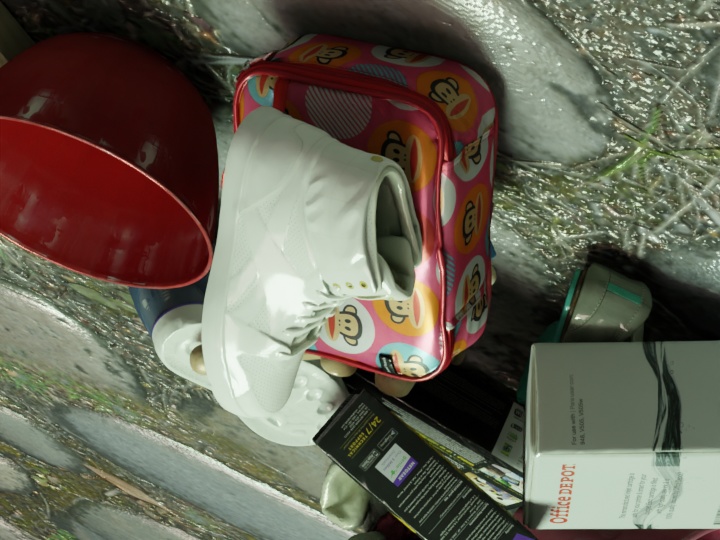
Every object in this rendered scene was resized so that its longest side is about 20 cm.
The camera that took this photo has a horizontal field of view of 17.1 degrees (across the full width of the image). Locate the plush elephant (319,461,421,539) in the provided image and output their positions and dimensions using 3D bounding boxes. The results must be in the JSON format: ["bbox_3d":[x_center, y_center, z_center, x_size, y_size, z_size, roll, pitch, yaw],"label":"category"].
[{"bbox_3d":[0.045,0.228,1.992,0.200,0.155,0.165,-8,150,39],"label":"plush elephant"}]

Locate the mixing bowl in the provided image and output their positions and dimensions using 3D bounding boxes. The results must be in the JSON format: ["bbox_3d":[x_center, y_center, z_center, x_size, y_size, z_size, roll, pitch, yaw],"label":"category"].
[{"bbox_3d":[-0.170,-0.085,1.572,0.200,0.108,0.200,19,155,9],"label":"mixing bowl"}]

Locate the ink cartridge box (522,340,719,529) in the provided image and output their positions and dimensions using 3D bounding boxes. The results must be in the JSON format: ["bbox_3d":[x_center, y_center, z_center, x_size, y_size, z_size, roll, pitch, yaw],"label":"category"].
[{"bbox_3d":[0.206,0.110,1.572,0.200,0.083,0.147,-1,154,0],"label":"ink cartridge box"}]

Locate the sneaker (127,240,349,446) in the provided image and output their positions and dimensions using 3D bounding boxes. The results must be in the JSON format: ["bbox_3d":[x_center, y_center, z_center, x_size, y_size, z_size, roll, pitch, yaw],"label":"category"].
[{"bbox_3d":[-0.093,0.034,1.769,0.081,0.147,0.200,-40,134,18],"label":"sneaker"}]

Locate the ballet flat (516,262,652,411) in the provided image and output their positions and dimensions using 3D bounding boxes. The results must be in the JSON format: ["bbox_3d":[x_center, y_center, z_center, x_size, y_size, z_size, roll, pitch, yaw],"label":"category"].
[{"bbox_3d":[0.153,0.057,1.618,0.064,0.067,0.200,18,156,0],"label":"ballet flat"}]

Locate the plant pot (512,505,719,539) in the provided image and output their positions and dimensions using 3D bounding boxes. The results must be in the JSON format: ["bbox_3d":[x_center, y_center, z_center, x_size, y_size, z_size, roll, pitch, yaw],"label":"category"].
[{"bbox_3d":[0.203,0.253,1.849,0.179,0.200,0.200,23,162,47],"label":"plant pot"}]

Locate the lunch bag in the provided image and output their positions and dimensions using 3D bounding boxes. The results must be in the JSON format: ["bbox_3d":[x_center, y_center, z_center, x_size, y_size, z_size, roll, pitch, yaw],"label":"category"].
[{"bbox_3d":[-0.008,-0.042,1.457,0.176,0.082,0.200,15,121,27],"label":"lunch bag"}]

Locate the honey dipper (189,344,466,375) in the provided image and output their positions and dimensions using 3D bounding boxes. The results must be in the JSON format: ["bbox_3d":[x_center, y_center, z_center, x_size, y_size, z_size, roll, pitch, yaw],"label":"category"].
[{"bbox_3d":[-0.023,0.058,1.692,0.200,0.038,0.038,-5,164,-19],"label":"honey dipper"}]

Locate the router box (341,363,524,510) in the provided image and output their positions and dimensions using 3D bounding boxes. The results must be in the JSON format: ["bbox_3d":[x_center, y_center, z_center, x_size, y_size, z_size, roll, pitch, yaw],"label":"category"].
[{"bbox_3d":[0.052,0.117,1.854,0.200,0.051,0.149,31,157,-15],"label":"router box"}]

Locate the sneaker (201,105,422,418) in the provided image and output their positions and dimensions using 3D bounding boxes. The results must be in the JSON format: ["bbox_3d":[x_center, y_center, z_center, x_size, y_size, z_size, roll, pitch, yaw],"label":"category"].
[{"bbox_3d":[-0.025,0.014,1.396,0.116,0.074,0.200,22,123,27],"label":"sneaker"}]

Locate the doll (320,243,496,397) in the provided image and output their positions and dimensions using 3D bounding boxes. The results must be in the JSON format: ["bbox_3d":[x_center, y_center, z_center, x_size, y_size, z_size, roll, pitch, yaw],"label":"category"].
[{"bbox_3d":[0.020,-0.011,1.534,0.136,0.048,0.200,20,130,4],"label":"doll"}]

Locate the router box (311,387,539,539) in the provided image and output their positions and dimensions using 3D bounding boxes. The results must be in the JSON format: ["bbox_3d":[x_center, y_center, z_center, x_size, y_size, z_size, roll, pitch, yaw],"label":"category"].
[{"bbox_3d":[0.042,0.151,1.657,0.157,0.052,0.200,41,176,0],"label":"router box"}]

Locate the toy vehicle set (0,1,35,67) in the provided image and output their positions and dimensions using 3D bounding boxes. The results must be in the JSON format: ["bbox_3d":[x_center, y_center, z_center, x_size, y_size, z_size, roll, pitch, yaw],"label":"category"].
[{"bbox_3d":[-0.268,-0.140,1.657,0.124,0.027,0.200,8,152,32],"label":"toy vehicle set"}]
